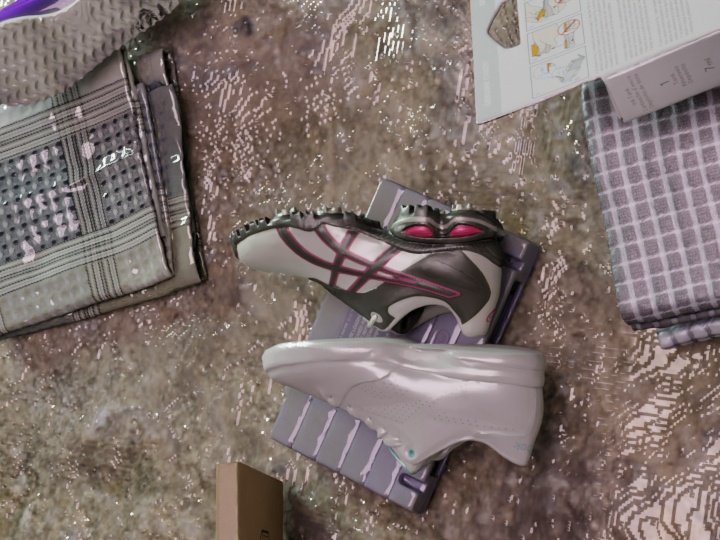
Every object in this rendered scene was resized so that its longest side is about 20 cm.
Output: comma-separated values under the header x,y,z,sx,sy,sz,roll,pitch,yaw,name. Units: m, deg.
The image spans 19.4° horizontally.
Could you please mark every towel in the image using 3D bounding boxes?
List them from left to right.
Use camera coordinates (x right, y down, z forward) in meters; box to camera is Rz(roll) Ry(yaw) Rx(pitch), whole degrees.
x,y,z,sx,sy,sz,roll,pitch,yaw,name
-0.216,-0.059,1.586,0.199,0.035,0.194,-16,74,21,towel
0.233,-0.063,1.347,0.165,0.085,0.201,-14,75,23,towel

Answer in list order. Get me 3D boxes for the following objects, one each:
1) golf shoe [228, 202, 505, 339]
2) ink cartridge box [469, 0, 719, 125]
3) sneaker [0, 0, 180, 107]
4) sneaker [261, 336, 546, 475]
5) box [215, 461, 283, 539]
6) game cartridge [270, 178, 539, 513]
x,y,z,sx,sy,sz,roll,pitch,yaw,name
0.000,0.000,1.418,0.199,0.077,0.089,0,88,26,golf shoe
0.159,-0.167,1.361,0.173,0.044,0.201,-22,36,18,ink cartridge box
-0.213,-0.197,1.583,0.199,0.070,0.100,-27,29,10,sneaker
0.024,0.089,1.396,0.199,0.075,0.089,4,94,24,sneaker
-0.073,0.234,1.393,0.021,0.164,0.201,-1,80,7,box
0.028,0.050,1.452,0.129,0.038,0.201,25,92,31,game cartridge
